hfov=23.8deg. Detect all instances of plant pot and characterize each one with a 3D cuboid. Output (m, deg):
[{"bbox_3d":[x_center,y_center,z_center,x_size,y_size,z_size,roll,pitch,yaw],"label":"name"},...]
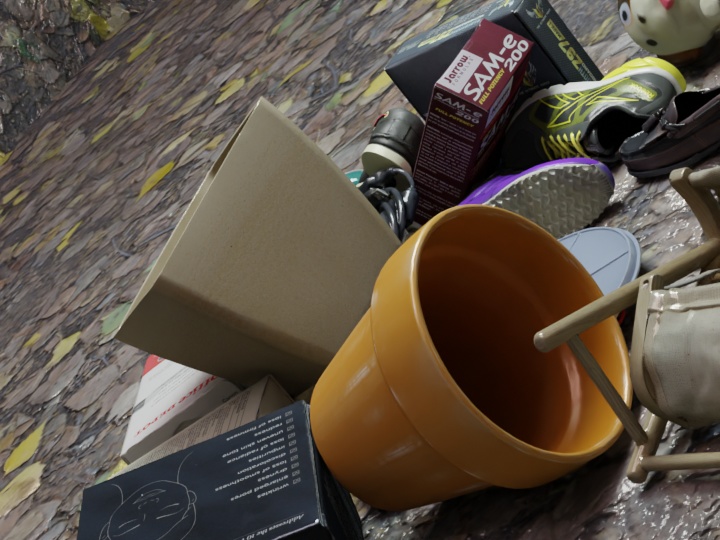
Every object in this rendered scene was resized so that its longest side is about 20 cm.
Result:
[{"bbox_3d":[-0.082,0.000,1.525,0.201,0.176,0.200,-63,9,-22],"label":"plant pot"},{"bbox_3d":[0.064,0.084,1.244,0.183,0.200,0.201,-40,15,41],"label":"plant pot"}]

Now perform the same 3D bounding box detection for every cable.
[{"bbox_3d":[0.000,0.000,1.687,0.200,0.051,0.164,-42,38,52],"label":"cable"}]

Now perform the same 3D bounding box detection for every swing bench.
[{"bbox_3d":[0.258,0.022,1.095,0.200,0.130,0.199,-46,19,-30],"label":"swing bench"}]

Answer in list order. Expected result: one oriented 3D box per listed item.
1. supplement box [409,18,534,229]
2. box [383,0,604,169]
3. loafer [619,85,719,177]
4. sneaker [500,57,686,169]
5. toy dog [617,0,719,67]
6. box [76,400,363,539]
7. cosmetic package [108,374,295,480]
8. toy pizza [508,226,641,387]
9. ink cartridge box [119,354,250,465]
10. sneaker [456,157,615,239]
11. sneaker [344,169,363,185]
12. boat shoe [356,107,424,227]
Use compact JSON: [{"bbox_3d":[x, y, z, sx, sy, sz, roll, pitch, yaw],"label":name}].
[{"bbox_3d":[0.102,-0.131,1.650,0.109,0.061,0.200,-56,-14,-35],"label":"supplement box"},{"bbox_3d":[0.141,-0.184,1.704,0.199,0.158,0.051,-16,30,48],"label":"box"},{"bbox_3d":[0.295,-0.138,1.455,0.199,0.063,0.072,-20,28,46],"label":"loafer"},{"bbox_3d":[0.207,-0.134,1.596,0.199,0.075,0.085,-26,25,37],"label":"sneaker"},{"bbox_3d":[0.331,-0.285,1.603,0.200,0.140,0.194,-35,7,15],"label":"toy dog"},{"bbox_3d":[-0.102,0.221,1.272,0.199,0.124,0.197,-22,20,4],"label":"box"},{"bbox_3d":[-0.135,0.194,1.514,0.200,0.087,0.104,-33,19,24],"label":"cosmetic package"},{"bbox_3d":[0.150,0.043,1.388,0.200,0.032,0.200,-37,20,16],"label":"toy pizza"},{"bbox_3d":[-0.147,0.123,1.694,0.146,0.083,0.200,-35,20,16],"label":"ink cartridge box"},{"bbox_3d":[0.150,-0.068,1.569,0.200,0.070,0.100,-25,22,36],"label":"sneaker"},{"bbox_3d":[-0.045,-0.021,1.844,0.200,0.071,0.080,-49,20,3],"label":"sneaker"},{"bbox_3d":[0.036,-0.099,1.755,0.063,0.073,0.202,-62,-8,-19],"label":"boat shoe"}]
